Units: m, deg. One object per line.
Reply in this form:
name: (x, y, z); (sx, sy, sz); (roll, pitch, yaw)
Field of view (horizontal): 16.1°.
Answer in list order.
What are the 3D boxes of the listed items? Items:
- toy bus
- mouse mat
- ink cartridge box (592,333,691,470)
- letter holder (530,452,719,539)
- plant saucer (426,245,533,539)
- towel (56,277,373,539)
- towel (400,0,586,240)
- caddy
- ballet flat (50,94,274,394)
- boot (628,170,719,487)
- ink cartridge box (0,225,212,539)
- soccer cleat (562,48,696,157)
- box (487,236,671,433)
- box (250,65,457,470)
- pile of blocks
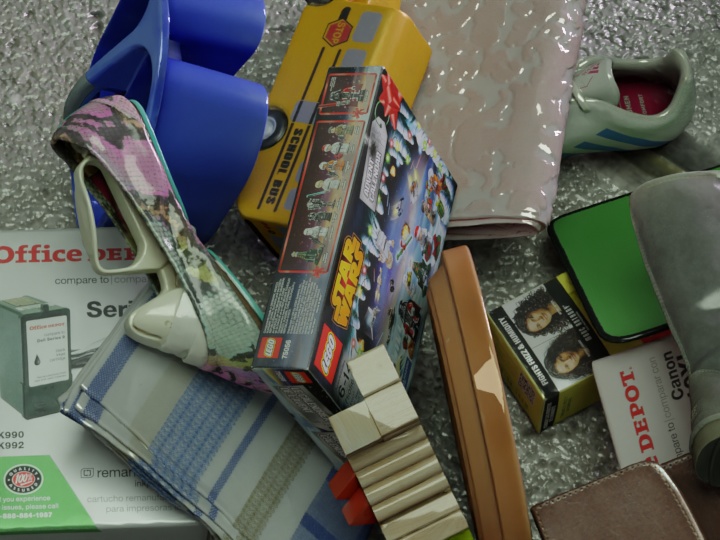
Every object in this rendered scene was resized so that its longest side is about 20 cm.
toy bus: (-0.015, -0.105, 1.607); (0.078, 0.065, 0.201); (9, 67, 30)
mouse mat: (0.226, -0.022, 1.586); (0.199, 0.008, 0.161); (-16, 31, -1)
ink cartridge box: (0.255, 0.099, 1.526); (0.199, 0.084, 0.145); (-20, 64, 14)
letter holder: (0.203, 0.201, 1.420); (0.142, 0.101, 0.201); (-23, 76, 11)
plant saucer: (0.069, 0.086, 1.495); (0.032, 0.200, 0.201); (-13, 65, 0)
towel: (-0.071, 0.095, 1.497); (0.200, 0.024, 0.147); (41, 47, -11)
towel: (0.046, -0.111, 1.642); (0.190, 0.032, 0.201); (-1, 61, 24)
caddy: (-0.131, -0.099, 1.580); (0.104, 0.200, 0.142); (9, 59, -18)
ballet flat: (-0.117, -0.005, 1.463); (0.071, 0.069, 0.201); (-29, 88, -26)
boot: (0.252, 0.033, 1.466); (0.181, 0.073, 0.201); (8, 42, -12)
ink cartridge box: (-0.167, 0.077, 1.543); (0.145, 0.084, 0.201); (-2, 64, -7)
soccer cleat: (0.124, -0.107, 1.658); (0.199, 0.086, 0.070); (-12, 65, -10)
box: (0.179, 0.022, 1.618); (0.199, 0.050, 0.075); (-25, 65, -16)
box: (0.000, 0.000, 1.492); (0.040, 0.137, 0.201); (1, 62, 25)
pile of blocks: (0.020, 0.130, 1.451); (0.062, 0.201, 0.082); (-25, 27, -2)
